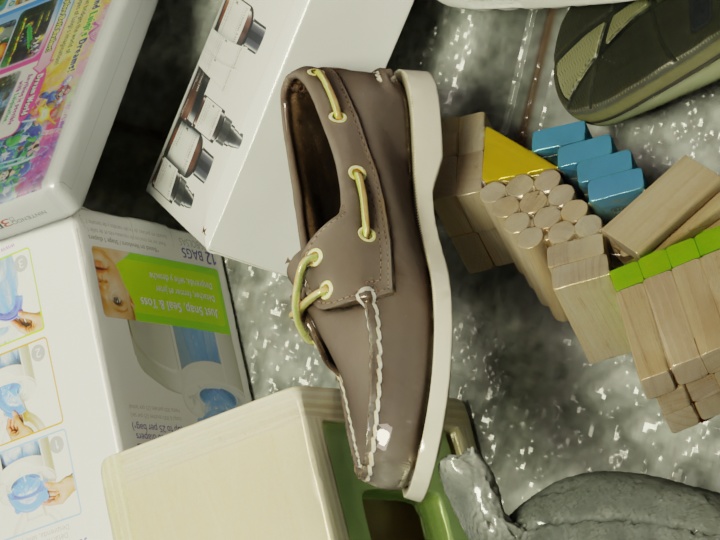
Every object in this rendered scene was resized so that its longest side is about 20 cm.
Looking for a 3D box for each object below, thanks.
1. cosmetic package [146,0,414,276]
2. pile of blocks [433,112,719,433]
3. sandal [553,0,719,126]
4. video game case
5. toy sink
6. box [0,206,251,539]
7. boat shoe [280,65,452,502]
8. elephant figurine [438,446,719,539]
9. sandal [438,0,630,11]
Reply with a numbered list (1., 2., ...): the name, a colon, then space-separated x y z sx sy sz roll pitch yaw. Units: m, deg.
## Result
1. cosmetic package: -0.023 -0.106 1.030 0.083 0.050 0.201 38 108 57
2. pile of blocks: 0.102 -0.003 0.947 0.082 0.062 0.200 -38 44 -9
3. sandal: 0.158 -0.102 0.926 0.200 0.057 0.080 -16 58 49
4. video game case: -0.173 -0.080 1.098 0.181 0.024 0.201 -17 40 31
5. toy sink: -0.005 0.157 0.964 0.112 0.130 0.201 -21 73 30
6. box: -0.111 0.088 1.050 0.101 0.112 0.201 -21 73 28
7. boat shoe: 0.000 0.000 0.935 0.072 0.059 0.201 113 160 -50
8. elephant figurine: 0.155 0.120 0.853 0.199 0.155 0.143 -17 74 39
9. sandal: 0.086 -0.144 0.949 0.202 0.050 0.083 -15 63 46
